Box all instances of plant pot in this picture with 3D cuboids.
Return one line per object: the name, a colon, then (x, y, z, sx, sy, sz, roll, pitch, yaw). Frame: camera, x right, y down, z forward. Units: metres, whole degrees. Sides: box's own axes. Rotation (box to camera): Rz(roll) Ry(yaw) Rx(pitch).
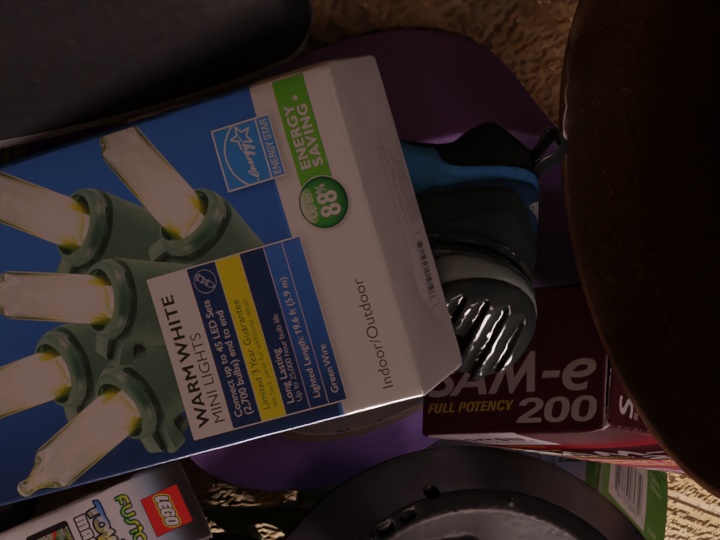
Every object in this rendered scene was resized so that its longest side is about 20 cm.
plant pot: (0.196, -0.035, 0.655, 0.198, 0.188, 0.188, -12, 140, -19)

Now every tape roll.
tape roll: (0.000, 0.000, 0.815, 0.199, 0.066, 0.201, -22, 144, -17)

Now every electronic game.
electronic game: (0.044, 0.170, 0.773, 0.199, 0.202, 0.042, -19, 176, -21)

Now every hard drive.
hard drive: (-0.117, -0.092, 0.572, 0.198, 0.043, 0.136, -11, 136, -1)

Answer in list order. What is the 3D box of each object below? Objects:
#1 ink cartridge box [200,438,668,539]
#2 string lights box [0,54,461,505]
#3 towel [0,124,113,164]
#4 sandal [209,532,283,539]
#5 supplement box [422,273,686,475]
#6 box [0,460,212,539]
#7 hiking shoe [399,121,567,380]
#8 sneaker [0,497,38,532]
ink cartridge box: (0.036, 0.102, 0.933, 0.198, 0.060, 0.104, -4, 153, 24)
string lights box: (-0.079, 0.011, 0.621, 0.198, 0.104, 0.059, -16, -177, 16)
towel: (-0.161, -0.012, 0.708, 0.143, 0.023, 0.201, -11, 138, -29)
sandal: (-0.047, 0.138, 0.918, 0.199, 0.043, 0.076, -26, 158, 34)
supplement box: (0.134, 0.049, 0.809, 0.199, 0.061, 0.108, 12, 167, -37)
box: (-0.134, 0.132, 0.808, 0.109, 0.035, 0.200, -23, 170, -21)
hiking shoe: (-0.030, -0.013, 0.691, 0.198, 0.087, 0.075, 6, 147, 14)
sneaker: (-0.207, 0.115, 0.765, 0.199, 0.082, 0.070, -5, 135, -36)
